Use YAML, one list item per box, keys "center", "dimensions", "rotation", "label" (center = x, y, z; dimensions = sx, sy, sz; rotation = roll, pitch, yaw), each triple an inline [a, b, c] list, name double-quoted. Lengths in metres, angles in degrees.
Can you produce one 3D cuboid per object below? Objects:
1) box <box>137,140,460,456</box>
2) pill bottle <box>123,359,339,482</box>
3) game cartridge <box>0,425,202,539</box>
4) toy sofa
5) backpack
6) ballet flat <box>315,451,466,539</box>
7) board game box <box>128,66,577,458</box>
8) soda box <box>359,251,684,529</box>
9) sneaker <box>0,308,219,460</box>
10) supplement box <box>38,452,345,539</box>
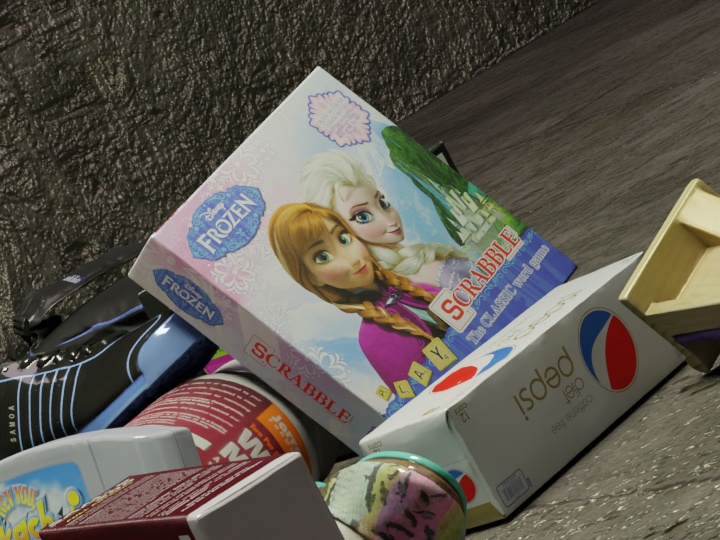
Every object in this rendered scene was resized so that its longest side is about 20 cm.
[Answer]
- center: [-0.014, 0.029, 1.767]
  dimensions: [0.200, 0.149, 0.124]
  rotation: [-21, 10, 47]
  label: "box"
- center: [-0.089, 0.122, 1.543]
  dimensions: [0.109, 0.110, 0.200]
  rotation: [-25, 8, 28]
  label: "pill bottle"
- center: [-0.152, 0.156, 1.438]
  dimensions: [0.200, 0.134, 0.040]
  rotation: [-25, -11, 35]
  label: "game cartridge"
- center: [0.224, 0.002, 1.359]
  dimensions: [0.083, 0.098, 0.200]
  rotation: [-57, 17, -19]
  label: "toy sofa"
- center: [-0.140, 0.042, 2.202]
  dimensions: [0.200, 0.154, 0.191]
  rotation: [-15, 22, 41]
  label: "backpack"
- center: [-0.006, 0.134, 1.351]
  dimensions: [0.071, 0.069, 0.200]
  rotation: [-50, 9, -18]
  label: "ballet flat"
- center: [0.000, 0.000, 1.601]
  dimensions: [0.200, 0.199, 0.041]
  rotation: [-50, -4, -46]
  label: "board game box"
- center: [0.089, 0.065, 1.444]
  dimensions: [0.068, 0.064, 0.200]
  rotation: [-23, 8, 43]
  label: "soda box"
- center: [-0.167, 0.070, 1.613]
  dimensions: [0.200, 0.078, 0.070]
  rotation: [-41, -12, 22]
  label: "sneaker"
- center: [-0.066, 0.147, 1.261]
  dimensions: [0.061, 0.109, 0.200]
  rotation: [-31, 8, -27]
  label: "supplement box"
